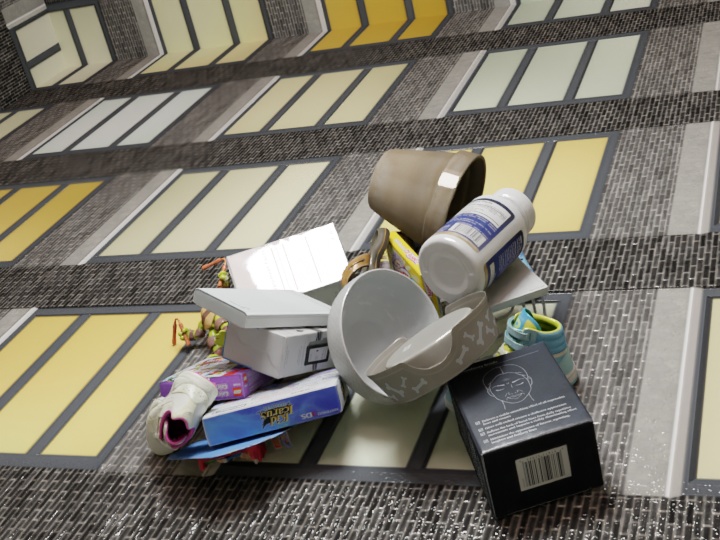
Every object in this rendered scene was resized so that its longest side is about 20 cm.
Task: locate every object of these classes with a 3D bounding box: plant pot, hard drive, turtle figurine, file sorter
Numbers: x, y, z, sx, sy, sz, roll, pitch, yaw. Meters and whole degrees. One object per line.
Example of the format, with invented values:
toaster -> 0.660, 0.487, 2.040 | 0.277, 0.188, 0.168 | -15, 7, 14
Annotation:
plant pot -> 0.114, -0.141, 1.939 | 0.172, 0.202, 0.200 | 22, 40, 20
hard drive -> -0.141, 0.057, 1.644 | 0.131, 0.027, 0.198 | 22, 14, 42
turtle figurine -> -0.260, 0.094, 1.848 | 0.064, 0.201, 0.162 | 20, 27, -36
file sorter -> 0.195, 0.057, 1.657 | 0.137, 0.126, 0.200 | -18, 27, -9

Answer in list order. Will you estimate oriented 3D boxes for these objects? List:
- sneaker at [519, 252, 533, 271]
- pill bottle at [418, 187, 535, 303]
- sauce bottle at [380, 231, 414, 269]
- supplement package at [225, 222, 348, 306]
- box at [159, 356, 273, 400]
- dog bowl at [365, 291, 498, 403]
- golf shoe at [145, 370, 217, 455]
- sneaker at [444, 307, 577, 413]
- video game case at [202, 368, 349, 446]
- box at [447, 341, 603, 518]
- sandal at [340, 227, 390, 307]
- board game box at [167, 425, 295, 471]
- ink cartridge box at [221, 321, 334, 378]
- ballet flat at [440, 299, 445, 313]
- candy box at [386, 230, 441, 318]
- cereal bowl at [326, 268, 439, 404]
sneaker -> 0.242, -0.025, 1.827 | 0.077, 0.091, 0.200 | -18, 28, -8
pill bottle -> 0.182, -0.044, 1.595 | 0.110, 0.112, 0.200 | 8, 34, 38
sauce bottle -> 0.055, 0.000, 1.904 | 0.065, 0.067, 0.201 | -7, 29, 14
supplement package -> -0.117, 0.024, 1.841 | 0.197, 0.122, 0.121 | -18, 60, -6
box -> -0.213, 0.167, 1.670 | 0.135, 0.040, 0.200 | -8, 4, 15
dog bowl -> 0.103, 0.109, 1.458 | 0.199, 0.059, 0.200 | -34, 4, 2
golf shoe -> -0.276, 0.225, 1.545 | 0.075, 0.201, 0.092 | 28, 45, -8
sneaker -> 0.206, 0.123, 1.518 | 0.197, 0.132, 0.080 | -17, 28, -4
video game case -> -0.118, 0.197, 1.562 | 0.197, 0.046, 0.181 | -14, 3, 3
box -> 0.209, 0.203, 1.390 | 0.146, 0.108, 0.201 | -16, 27, -1
sandal -> 0.000, 0.000, 1.710 | 0.054, 0.082, 0.202 | 25, 51, -6
board game box -> -0.180, 0.262, 1.532 | 0.157, 0.040, 0.199 | -18, 2, -42
ink cartridge box -> -0.109, 0.110, 1.667 | 0.115, 0.069, 0.199 | 16, 10, 30
ballet flat -> 0.086, 0.080, 1.767 | 0.198, 0.047, 0.067 | -26, 25, -32
candy box -> 0.084, 0.015, 1.726 | 0.026, 0.104, 0.200 | -15, 23, -10
cereal bowl -> 0.028, 0.105, 1.588 | 0.200, 0.201, 0.083 | -39, 6, -40
